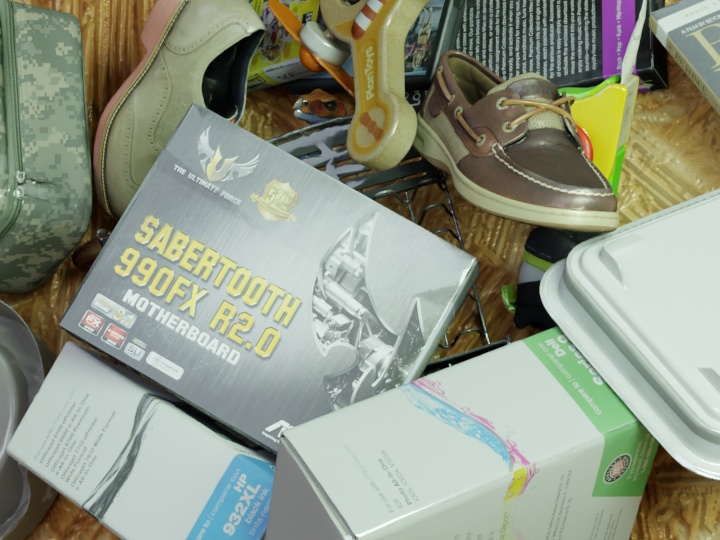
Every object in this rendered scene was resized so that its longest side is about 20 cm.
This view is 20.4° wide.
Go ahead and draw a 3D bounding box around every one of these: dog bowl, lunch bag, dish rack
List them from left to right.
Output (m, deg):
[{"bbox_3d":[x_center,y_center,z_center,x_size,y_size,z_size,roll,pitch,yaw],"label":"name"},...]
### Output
[{"bbox_3d":[-0.286,-0.092,1.390,0.139,0.167,0.201,-40,49,50],"label":"lunch bag"},{"bbox_3d":[-0.284,0.116,1.393,0.199,0.059,0.201,-11,66,25],"label":"dog bowl"},{"bbox_3d":[0.000,0.000,1.237,0.153,0.055,0.201,-15,79,0],"label":"dish rack"},{"bbox_3d":[0.218,0.016,1.093,0.200,0.044,0.172,-20,51,-26],"label":"dish rack"}]

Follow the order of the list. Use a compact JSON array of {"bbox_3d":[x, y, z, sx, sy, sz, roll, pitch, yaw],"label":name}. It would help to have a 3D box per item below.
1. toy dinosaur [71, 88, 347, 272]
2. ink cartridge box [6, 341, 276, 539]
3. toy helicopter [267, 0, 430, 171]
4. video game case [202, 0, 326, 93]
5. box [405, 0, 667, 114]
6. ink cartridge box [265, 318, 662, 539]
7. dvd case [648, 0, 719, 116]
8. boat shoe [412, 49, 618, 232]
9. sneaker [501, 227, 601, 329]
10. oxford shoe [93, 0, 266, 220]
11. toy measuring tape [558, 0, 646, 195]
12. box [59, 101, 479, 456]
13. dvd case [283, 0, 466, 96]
[{"bbox_3d":[-0.096,-0.059,1.347,0.181,0.105,0.200,-44,40,-18],"label":"toy dinosaur"},{"bbox_3d":[-0.094,0.135,1.221,0.200,0.145,0.084,30,91,35],"label":"ink cartridge box"},{"bbox_3d":[0.003,-0.143,1.238,0.132,0.079,0.201,-30,47,36],"label":"toy helicopter"},{"bbox_3d":[-0.066,-0.218,1.396,0.180,0.025,0.201,-10,64,46],"label":"video game case"},{"bbox_3d":[0.100,-0.169,1.309,0.199,0.036,0.143,-8,65,25],"label":"box"},{"bbox_3d":[0.053,0.128,1.091,0.200,0.146,0.088,-21,52,-26],"label":"ink cartridge box"},{"bbox_3d":[0.280,-0.107,1.153,0.148,0.016,0.200,-23,55,-12],"label":"dvd case"},{"bbox_3d":[0.089,-0.079,1.155,0.200,0.072,0.072,-133,51,-61],"label":"boat shoe"},{"bbox_3d":[0.169,0.042,1.177,0.200,0.072,0.083,32,112,36],"label":"sneaker"},{"bbox_3d":[-0.123,-0.103,1.351,0.075,0.070,0.200,41,127,24],"label":"oxford shoe"},{"bbox_3d":[0.132,-0.112,1.216,0.073,0.073,0.201,21,112,34],"label":"toy measuring tape"},{"bbox_3d":[-0.053,0.017,1.187,0.200,0.048,0.159,30,83,11],"label":"box"},{"bbox_3d":[0.025,-0.213,1.330,0.142,0.018,0.201,4,75,45],"label":"dvd case"}]
